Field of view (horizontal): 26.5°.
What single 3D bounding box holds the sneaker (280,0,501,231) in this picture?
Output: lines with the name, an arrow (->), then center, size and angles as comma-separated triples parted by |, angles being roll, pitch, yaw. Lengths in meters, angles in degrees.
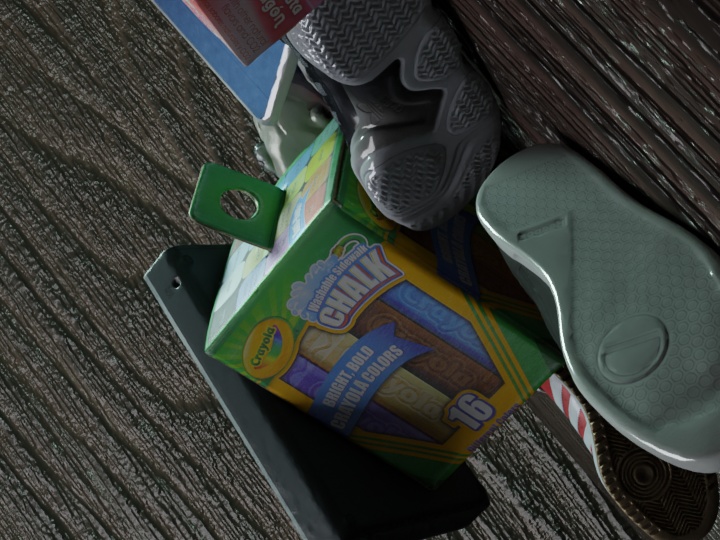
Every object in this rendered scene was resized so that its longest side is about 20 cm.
sneaker -> -0.001, -0.108, 0.729 | 0.114, 0.075, 0.200 | 51, 174, 37

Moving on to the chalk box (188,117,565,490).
chalk box -> 0.000, 0.000, 0.838 | 0.200, 0.124, 0.125 | 33, -150, -16

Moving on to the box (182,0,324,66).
box -> -0.065, -0.170, 0.459 | 0.103, 0.095, 0.200 | 49, 179, 36

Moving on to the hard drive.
hard drive -> -0.023, 0.069, 0.881 | 0.139, 0.033, 0.200 | -1, -130, -52

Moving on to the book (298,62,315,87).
book -> 0.011, -0.114, 0.901 | 0.134, 0.048, 0.200 | 42, 175, 32

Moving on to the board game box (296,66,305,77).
board game box -> -0.064, -0.160, 1.005 | 0.200, 0.019, 0.103 | 40, -147, -43

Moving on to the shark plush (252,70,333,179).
shark plush -> -0.039, -0.084, 0.931 | 0.200, 0.091, 0.083 | 39, -154, -18

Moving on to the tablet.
tablet -> -0.084, -0.187, 0.849 | 0.200, 0.014, 0.130 | 49, 135, 33

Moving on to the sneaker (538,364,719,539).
sneaker -> 0.152, 0.082, 0.971 | 0.200, 0.071, 0.112 | 58, 176, 3

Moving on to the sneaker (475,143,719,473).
sneaker -> 0.120, 0.029, 0.616 | 0.099, 0.071, 0.200 | 48, -174, -35
